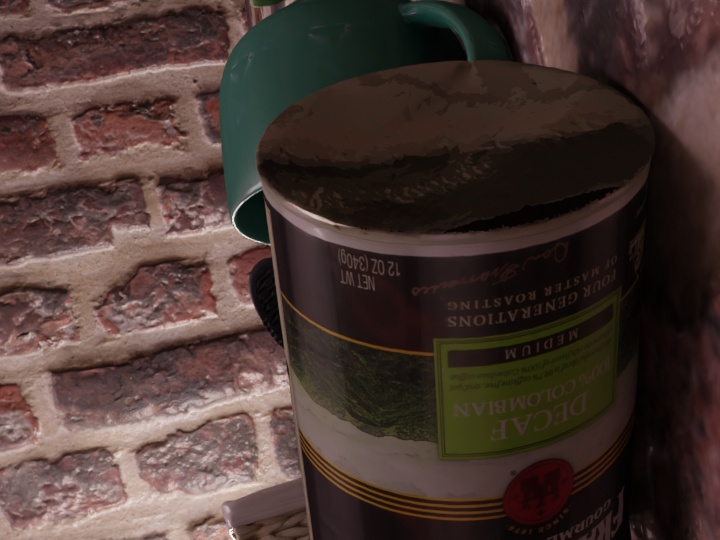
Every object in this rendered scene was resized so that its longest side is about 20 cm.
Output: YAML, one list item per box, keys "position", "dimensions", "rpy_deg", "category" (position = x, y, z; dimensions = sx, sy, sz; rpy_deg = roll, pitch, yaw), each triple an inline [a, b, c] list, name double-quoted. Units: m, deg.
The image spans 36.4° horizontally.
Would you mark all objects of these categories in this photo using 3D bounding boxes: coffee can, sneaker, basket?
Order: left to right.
- position: [-0.030, 0.064, 1.075]
  dimensions: [0.200, 0.066, 0.078]
  rpy_deg: [42, -173, -3]
  category: "sneaker"
- position: [-0.008, 0.234, 0.929]
  dimensions: [0.136, 0.197, 0.125]
  rpy_deg: [102, 152, -72]
  category: "basket"
- position: [0.040, 0.037, 0.443]
  dimensions: [0.147, 0.144, 0.203]
  rpy_deg: [-111, 13, -59]
  category: "coffee can"

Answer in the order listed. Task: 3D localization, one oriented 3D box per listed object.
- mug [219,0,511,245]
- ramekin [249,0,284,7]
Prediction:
- position: [0.007, -0.094, 0.634]
  dimensions: [0.152, 0.182, 0.116]
  rpy_deg: [32, -133, -66]
  category: "mug"
- position: [-0.017, -0.253, 0.624]
  dimensions: [0.200, 0.096, 0.204]
  rpy_deg: [179, 90, -84]
  category: "ramekin"
